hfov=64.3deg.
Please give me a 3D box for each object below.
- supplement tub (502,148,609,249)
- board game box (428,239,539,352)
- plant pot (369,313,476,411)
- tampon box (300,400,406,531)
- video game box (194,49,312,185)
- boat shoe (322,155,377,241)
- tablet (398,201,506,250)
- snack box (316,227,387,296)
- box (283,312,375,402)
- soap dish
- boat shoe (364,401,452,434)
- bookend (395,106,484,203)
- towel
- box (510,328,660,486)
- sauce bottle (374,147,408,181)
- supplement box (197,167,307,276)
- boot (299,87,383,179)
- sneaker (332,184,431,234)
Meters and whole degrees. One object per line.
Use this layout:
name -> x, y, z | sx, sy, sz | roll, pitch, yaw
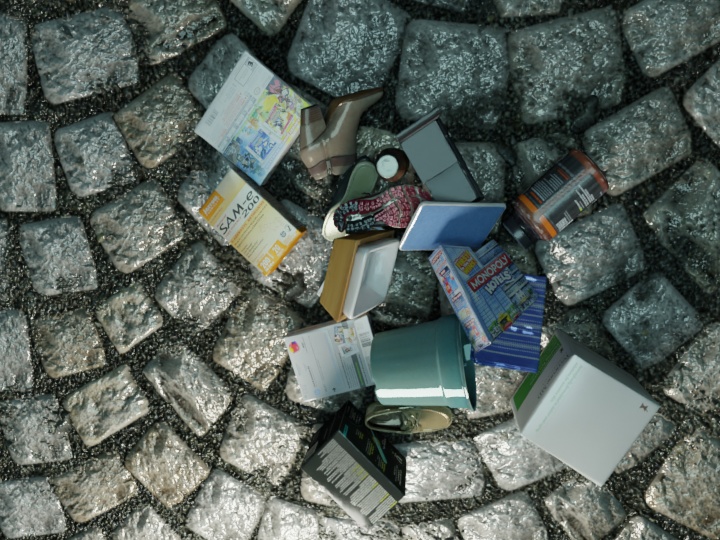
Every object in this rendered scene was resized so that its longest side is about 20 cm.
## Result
supplement tub -> 0.376, -0.134, 1.122 | 0.199, 0.107, 0.107 | -42, 94, 13
board game box -> 0.237, 0.018, 1.123 | 0.198, 0.062, 0.201 | -33, 81, -31
plant pot -> 0.130, 0.194, 1.185 | 0.192, 0.200, 0.205 | -9, 100, 17
tampon box -> -0.009, 0.425, 1.259 | 0.200, 0.150, 0.126 | 45, 102, -3
video game box -> -0.218, -0.315, 1.193 | 0.181, 0.047, 0.201 | 39, 103, 0
boat shoe -> -0.026, -0.152, 1.188 | 0.073, 0.067, 0.202 | 12, 127, -17
tablet -> 0.180, -0.086, 1.125 | 0.196, 0.014, 0.131 | -2, 141, -24
snack box -> -0.016, -0.015, 1.237 | 0.071, 0.024, 0.202 | 31, 103, -1
box -> -0.055, 0.192, 1.275 | 0.196, 0.041, 0.159 | -16, 98, 9
soap dish -> 0.000, 0.000, 1.133 | 0.080, 0.199, 0.161 | 20, 106, 20
boat shoe -> 0.106, 0.332, 1.269 | 0.195, 0.065, 0.074 | 2, 102, 7
bookend -> 0.157, -0.194, 1.090 | 0.091, 0.200, 0.201 | -30, 96, 12
towel -> 0.306, 0.100, 1.179 | 0.141, 0.024, 0.205 | 9, 79, 1
box -> 0.442, 0.270, 1.160 | 0.197, 0.171, 0.202 | 30, 103, 0
sauce bottle -> 0.060, -0.205, 1.100 | 0.064, 0.200, 0.068 | 1, 100, 7
supplement box -> -0.229, -0.105, 1.221 | 0.199, 0.074, 0.126 | 42, 103, -2
boot -> -0.033, -0.275, 1.170 | 0.196, 0.070, 0.149 | -17, 112, -4
sneaker -> 0.042, -0.125, 1.124 | 0.195, 0.075, 0.083 | -7, 104, 4
